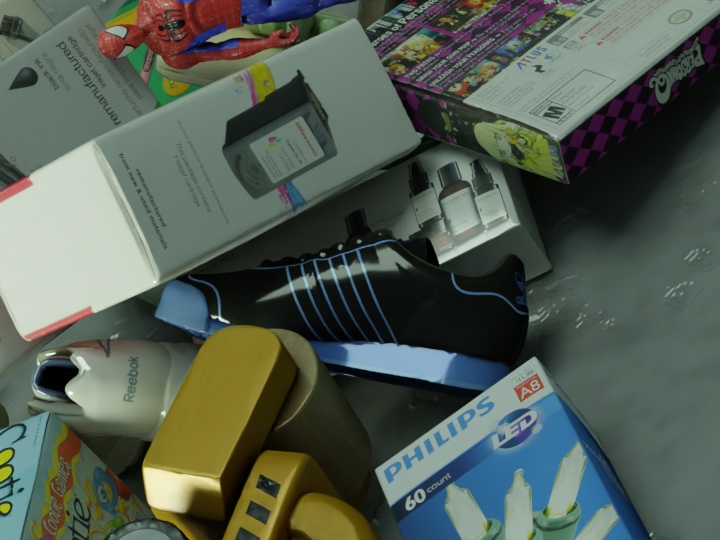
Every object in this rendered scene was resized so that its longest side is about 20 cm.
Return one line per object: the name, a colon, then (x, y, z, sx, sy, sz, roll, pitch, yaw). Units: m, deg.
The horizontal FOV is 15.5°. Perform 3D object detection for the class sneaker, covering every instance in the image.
sneaker: (-0.008, 0.014, 1.402, 0.199, 0.070, 0.078, 10, 82, 11)
sneaker: (-0.150, 0.067, 1.484, 0.200, 0.087, 0.075, 152, 129, -63)

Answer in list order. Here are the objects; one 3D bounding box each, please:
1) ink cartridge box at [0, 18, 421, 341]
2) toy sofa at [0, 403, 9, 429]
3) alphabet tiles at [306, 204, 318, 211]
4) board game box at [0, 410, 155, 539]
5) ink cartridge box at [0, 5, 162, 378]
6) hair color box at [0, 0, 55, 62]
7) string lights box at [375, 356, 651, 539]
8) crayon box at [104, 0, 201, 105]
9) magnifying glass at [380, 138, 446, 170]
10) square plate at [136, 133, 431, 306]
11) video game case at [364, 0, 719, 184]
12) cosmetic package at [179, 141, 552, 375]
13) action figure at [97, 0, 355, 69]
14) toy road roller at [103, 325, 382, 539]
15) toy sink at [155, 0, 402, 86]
ink cartridge box: (-0.091, -0.048, 1.431, 0.200, 0.086, 0.147, -30, 4, -39)
toy sofa: (-0.285, 0.086, 1.534, 0.083, 0.200, 0.098, -31, 41, 13)
alphabet tiles: (-0.049, -0.100, 1.681, 0.200, 0.015, 0.195, -44, 40, -7)
board game box: (-0.227, 0.174, 1.461, 0.199, 0.103, 0.105, -21, 39, 26)
ink cartridge box: (-0.197, -0.033, 1.506, 0.200, 0.146, 0.084, -40, 6, -34)
hair color box: (-0.275, -0.091, 1.811, 0.065, 0.109, 0.200, 8, 55, 49)
string lights box: (0.084, 0.140, 1.244, 0.103, 0.059, 0.200, -36, 34, 7)
crayon box: (-0.172, -0.091, 1.698, 0.200, 0.058, 0.119, -48, 16, 9)
magnifying glass: (0.005, -0.074, 1.536, 0.199, 0.022, 0.080, -19, 28, 28)
square plate: (-0.059, -0.047, 1.606, 0.200, 0.028, 0.198, 24, 71, 46)
video game case: (0.110, -0.133, 1.482, 0.181, 0.036, 0.200, 21, 48, 40)
cosmetic package: (0.000, 0.000, 1.471, 0.199, 0.051, 0.083, -27, 47, 12)
action figure: (-0.055, -0.160, 1.511, 0.199, 0.066, 0.052, -19, 18, 1)
toy road roller: (-0.028, 0.135, 1.310, 0.145, 0.123, 0.201, 4, 56, 30)
toy sink: (-0.039, -0.198, 1.606, 0.130, 0.113, 0.200, 11, 32, 5)
